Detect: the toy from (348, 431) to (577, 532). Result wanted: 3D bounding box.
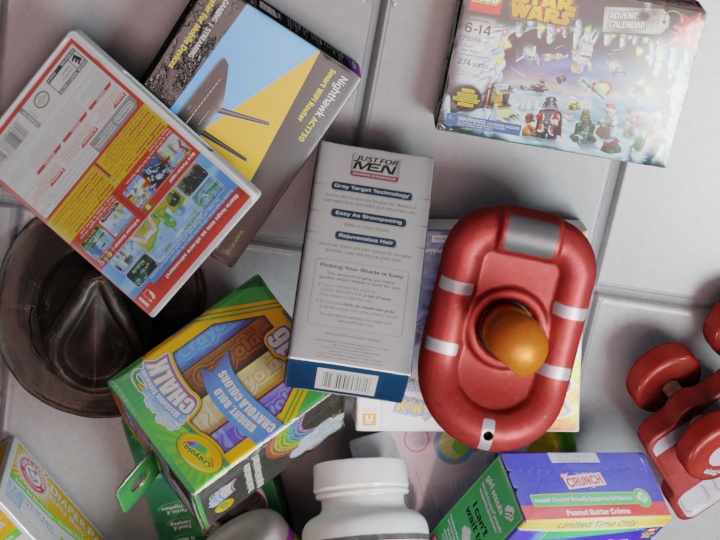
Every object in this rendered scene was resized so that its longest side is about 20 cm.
[{"bbox_3d":[0.098,0.177,1.556,0.199,0.047,0.116,-16,96,-3],"label":"toy"}]

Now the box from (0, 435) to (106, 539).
[{"bbox_3d":[-0.299,0.269,1.555,0.101,0.113,0.200,-32,113,12],"label":"box"}]

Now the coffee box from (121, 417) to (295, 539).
[{"bbox_3d":[-0.134,0.199,1.566,0.122,0.044,0.201,-13,113,5],"label":"coffee box"}]

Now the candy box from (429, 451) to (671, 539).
[{"bbox_3d":[0.148,0.244,1.506,0.168,0.077,0.200,5,136,-33],"label":"candy box"}]

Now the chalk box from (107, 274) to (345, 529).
[{"bbox_3d":[-0.126,0.124,1.430,0.200,0.125,0.124,-34,73,-14],"label":"chalk box"}]

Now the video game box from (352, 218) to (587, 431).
[{"bbox_3d":[0.093,0.048,1.488,0.199,0.047,0.183,0,105,-1],"label":"video game box"}]

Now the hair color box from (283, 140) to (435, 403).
[{"bbox_3d":[0.000,0.000,1.392,0.099,0.201,0.061,9,153,-2],"label":"hair color box"}]

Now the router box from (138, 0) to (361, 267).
[{"bbox_3d":[-0.114,-0.124,1.416,0.149,0.051,0.200,31,108,-14],"label":"router box"}]

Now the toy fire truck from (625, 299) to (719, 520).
[{"bbox_3d":[0.339,0.124,1.515,0.200,0.112,0.168,-34,137,1],"label":"toy fire truck"}]

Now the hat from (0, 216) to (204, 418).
[{"bbox_3d":[-0.226,0.042,1.462,0.199,0.081,0.202,-1,105,-2],"label":"hat"}]

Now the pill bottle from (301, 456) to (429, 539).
[{"bbox_3d":[0.007,0.263,1.463,0.110,0.111,0.201,-5,77,1],"label":"pill bottle"}]

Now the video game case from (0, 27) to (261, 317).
[{"bbox_3d":[-0.199,-0.077,1.391,0.200,0.017,0.143,42,108,-4],"label":"video game case"}]

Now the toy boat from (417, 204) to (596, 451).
[{"bbox_3d":[0.121,0.053,1.399,0.130,0.131,0.201,11,102,-4],"label":"toy boat"}]

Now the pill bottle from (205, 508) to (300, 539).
[{"bbox_3d":[-0.061,0.317,1.535,0.104,0.104,0.200,-30,109,12],"label":"pill bottle"}]

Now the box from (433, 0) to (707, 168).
[{"bbox_3d":[0.170,-0.168,1.411,0.199,0.040,0.138,8,113,-5],"label":"box"}]

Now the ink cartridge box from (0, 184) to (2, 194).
[{"bbox_3d":[-0.413,-0.032,1.434,0.199,0.084,0.146,15,113,-8],"label":"ink cartridge box"}]
